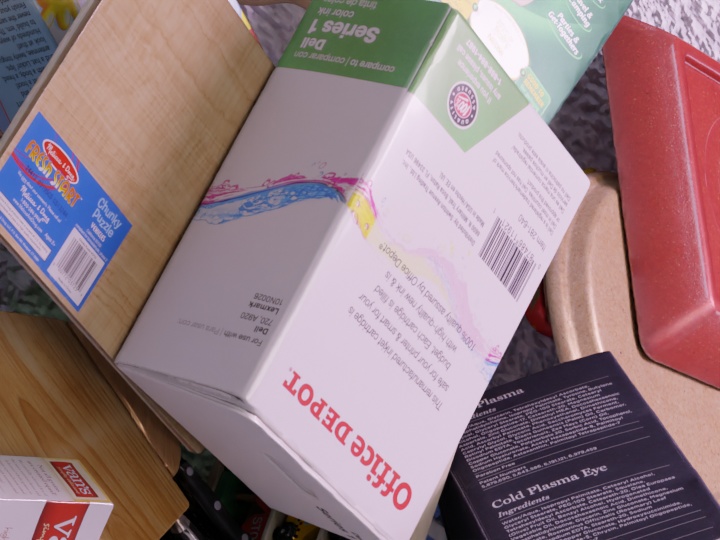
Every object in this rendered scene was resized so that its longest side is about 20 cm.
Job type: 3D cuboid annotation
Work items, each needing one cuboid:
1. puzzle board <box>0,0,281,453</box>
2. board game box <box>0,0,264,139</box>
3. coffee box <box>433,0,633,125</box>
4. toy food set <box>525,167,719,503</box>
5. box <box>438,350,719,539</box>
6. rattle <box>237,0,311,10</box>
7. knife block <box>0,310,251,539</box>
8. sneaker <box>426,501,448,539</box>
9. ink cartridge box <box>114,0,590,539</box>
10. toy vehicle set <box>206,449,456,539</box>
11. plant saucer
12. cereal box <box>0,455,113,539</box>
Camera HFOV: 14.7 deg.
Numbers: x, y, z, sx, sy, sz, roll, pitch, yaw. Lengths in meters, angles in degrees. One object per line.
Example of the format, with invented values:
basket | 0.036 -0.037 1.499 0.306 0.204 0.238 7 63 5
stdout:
puzzle board | -0.082 -0.035 1.190 0.151 0.017 0.200 -60 141 -20
board game box | -0.141 -0.134 1.228 0.103 0.105 0.201 -43 113 -37
coffee box | 0.073 -0.145 1.434 0.123 0.044 0.200 50 56 -26
toy food set | 0.149 0.043 1.481 0.200 0.049 0.198 58 35 -20
box | 0.115 0.172 1.294 0.104 0.182 0.201 -18 118 -7
rattle | -0.022 -0.173 1.353 0.200 0.130 0.143 48 12 -11
knife block | -0.136 0.111 1.227 0.199 0.064 0.177 10 77 -42
sneaker | 0.080 0.119 1.401 0.082 0.074 0.200 -47 125 8
ink cartridge box | 0.000 0.000 1.223 0.145 0.084 0.201 47 65 -46
toy vehicle set | -0.001 0.053 1.317 0.027 0.124 0.201 41 58 -40
plant saucer | 0.207 -0.029 1.528 0.200 0.037 0.201 23 55 -51
cereal box | -0.210 0.139 1.122 0.199 0.040 0.144 6 117 -41
